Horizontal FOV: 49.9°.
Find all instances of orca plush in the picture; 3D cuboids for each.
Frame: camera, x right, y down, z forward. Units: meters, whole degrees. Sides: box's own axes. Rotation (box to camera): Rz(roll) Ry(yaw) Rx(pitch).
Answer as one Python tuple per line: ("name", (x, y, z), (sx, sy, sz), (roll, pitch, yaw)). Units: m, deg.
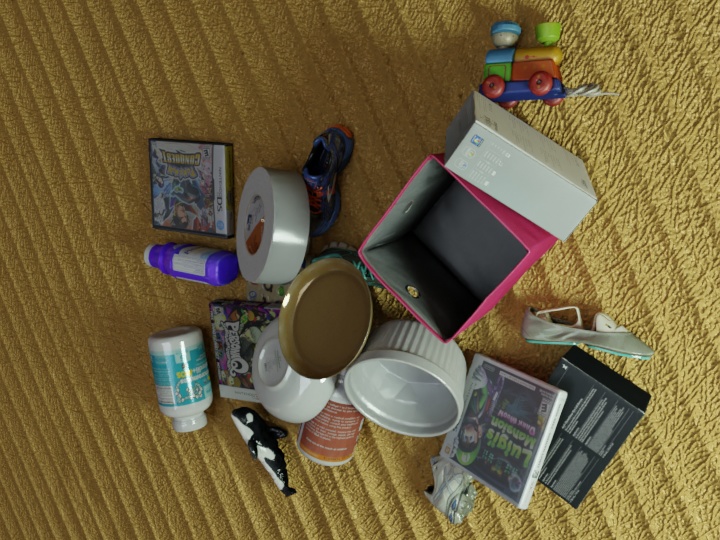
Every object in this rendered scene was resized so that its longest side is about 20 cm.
("orca plush", (-0.172, 0.345, 1.517), (0.071, 0.105, 0.201), (-32, 81, 0))

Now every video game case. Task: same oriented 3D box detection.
("video game case", (-0.207, 0.160, 1.507), (0.180, 0.036, 0.202), (3, 105, 29))
("video game case", (0.216, 0.242, 1.204), (0.200, 0.023, 0.183), (21, 92, 57))
("video game case", (-0.333, -0.163, 1.516), (0.198, 0.025, 0.183), (9, 106, 28))

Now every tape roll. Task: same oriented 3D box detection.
("tape roll", (-0.156, -0.077, 1.346), (0.200, 0.066, 0.202), (-18, 69, 61))

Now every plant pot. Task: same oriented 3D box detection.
("plant pot", (-0.054, 0.080, 1.265), (0.199, 0.027, 0.202), (-14, 67, 36))

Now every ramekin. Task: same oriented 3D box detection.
("ramekin", (0.080, 0.172, 1.269), (0.198, 0.105, 0.201), (13, 137, 13))

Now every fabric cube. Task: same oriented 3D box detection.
("fabric cube", (0.154, -0.046, 1.160), (0.196, 0.199, 0.200), (45, 119, 12))

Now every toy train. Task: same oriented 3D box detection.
("toy train", (0.273, -0.301, 1.108), (0.198, 0.084, 0.117), (3, 90, 29))

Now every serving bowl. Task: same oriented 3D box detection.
("serving bowl", (-0.130, 0.165, 1.358), (0.199, 0.065, 0.202), (-14, 71, 43))

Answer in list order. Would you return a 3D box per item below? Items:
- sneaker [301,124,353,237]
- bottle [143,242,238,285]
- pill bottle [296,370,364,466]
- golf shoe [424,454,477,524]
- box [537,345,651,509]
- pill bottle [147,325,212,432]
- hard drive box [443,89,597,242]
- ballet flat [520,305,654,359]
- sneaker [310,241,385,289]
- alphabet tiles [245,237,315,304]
("sneaker", (-0.074, -0.153, 1.337), (0.075, 0.078, 0.202), (21, 111, 25))
("bottle", (-0.337, -0.017, 1.519), (0.199, 0.083, 0.066), (10, 107, 29))
("pill bottle", (-0.042, 0.239, 1.390), (0.112, 0.112, 0.202), (25, 113, 23))
("golf shoe", (0.160, 0.332, 1.320), (0.097, 0.078, 0.202), (26, 112, 29))
("box", (0.331, 0.240, 1.194), (0.141, 0.079, 0.201), (34, 116, 17))
("pill bottle", (-0.362, 0.221, 1.573), (0.110, 0.111, 0.202), (-2, 101, 30))
("hard drive box", (0.220, -0.150, 1.081), (0.199, 0.156, 0.077), (30, 118, -8))
("ballet flat", (0.339, 0.088, 1.163), (0.198, 0.067, 0.064), (7, 94, 28))
("sneaker", (0.000, 0.000, 1.322), (0.198, 0.091, 0.078), (4, 105, 29))
("alphabet tiles", (-0.146, 0.020, 1.462), (0.165, 0.006, 0.202), (17, 110, 26))
